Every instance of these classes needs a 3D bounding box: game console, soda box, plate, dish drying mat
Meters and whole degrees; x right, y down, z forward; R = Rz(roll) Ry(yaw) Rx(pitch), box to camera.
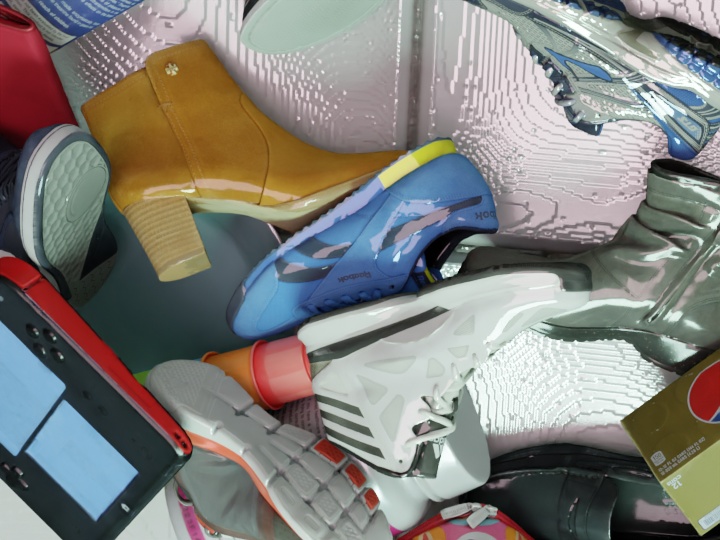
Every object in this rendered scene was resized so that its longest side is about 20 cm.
[{"bbox_3d":[-0.204,0.093,1.235,0.177,0.031,0.200,48,143,4],"label":"game console"},{"bbox_3d":[0.267,0.072,1.188,0.199,0.068,0.064,-36,126,6],"label":"soda box"},{"bbox_3d":[-0.135,0.019,1.314,0.198,0.026,0.202,4,107,12],"label":"plate"},{"bbox_3d":[-0.223,-0.122,1.217,0.076,0.200,0.018,18,71,8],"label":"dish drying mat"}]

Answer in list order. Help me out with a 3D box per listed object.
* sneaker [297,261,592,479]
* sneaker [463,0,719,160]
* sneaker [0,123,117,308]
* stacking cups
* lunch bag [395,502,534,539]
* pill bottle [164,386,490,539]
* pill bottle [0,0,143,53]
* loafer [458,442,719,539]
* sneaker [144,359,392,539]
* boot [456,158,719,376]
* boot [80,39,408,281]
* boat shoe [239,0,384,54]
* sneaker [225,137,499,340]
[{"bbox_3d":[0.061,0.065,1.168,0.199,0.075,0.116,-17,81,28],"label":"sneaker"},{"bbox_3d":[0.140,-0.129,1.186,0.199,0.077,0.086,27,114,4],"label":"sneaker"},{"bbox_3d":[-0.232,-0.061,1.215,0.146,0.203,0.077,36,68,10],"label":"sneaker"},{"bbox_3d":[-0.111,0.081,1.276,0.199,0.061,0.061,-17,102,20],"label":"stacking cups"},{"bbox_3d":[0.092,0.249,1.274,0.176,0.082,0.200,-36,120,21],"label":"lunch bag"},{"bbox_3d":[-0.021,0.134,1.276,0.199,0.113,0.114,-25,100,18],"label":"pill bottle"},{"bbox_3d":[-0.158,-0.223,1.202,0.199,0.111,0.112,-26,99,18],"label":"pill bottle"},{"bbox_3d":[0.162,0.156,1.266,0.199,0.070,0.069,0,106,12],"label":"loafer"},{"bbox_3d":[-0.064,0.141,1.206,0.200,0.077,0.082,40,125,22],"label":"sneaker"},{"bbox_3d":[0.171,-0.017,1.210,0.198,0.068,0.131,16,116,-2],"label":"boot"},{"bbox_3d":[-0.072,-0.090,1.245,0.200,0.071,0.145,-20,75,-9],"label":"boot"},{"bbox_3d":[-0.004,-0.209,1.201,0.199,0.075,0.061,-32,59,28],"label":"boat shoe"},{"bbox_3d":[0.000,0.000,1.223,0.200,0.066,0.079,-35,75,18],"label":"sneaker"}]
